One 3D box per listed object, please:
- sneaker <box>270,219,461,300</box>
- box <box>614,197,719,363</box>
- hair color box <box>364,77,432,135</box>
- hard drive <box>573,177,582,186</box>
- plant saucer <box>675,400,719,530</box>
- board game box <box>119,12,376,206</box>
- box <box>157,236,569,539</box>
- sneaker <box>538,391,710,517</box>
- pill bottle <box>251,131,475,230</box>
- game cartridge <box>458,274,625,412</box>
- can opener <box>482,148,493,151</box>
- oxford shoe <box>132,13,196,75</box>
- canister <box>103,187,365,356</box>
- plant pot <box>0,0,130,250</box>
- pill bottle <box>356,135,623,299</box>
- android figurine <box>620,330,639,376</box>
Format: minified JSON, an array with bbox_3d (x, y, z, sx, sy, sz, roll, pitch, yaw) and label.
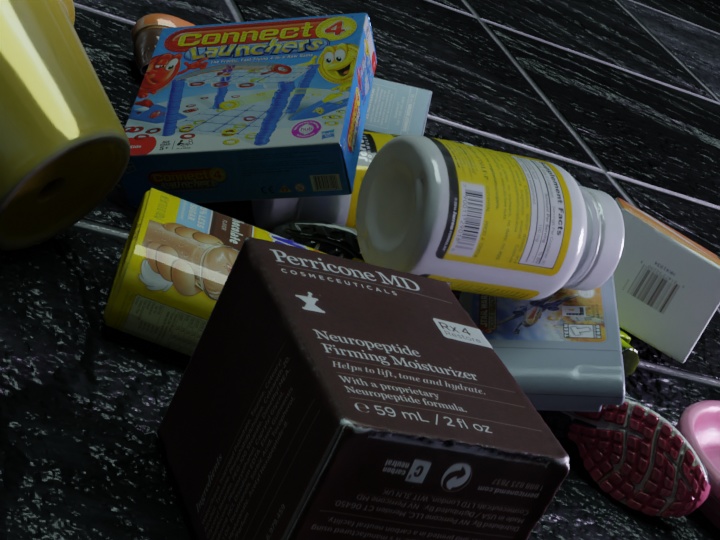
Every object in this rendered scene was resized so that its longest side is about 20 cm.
[{"bbox_3d":[0.000,0.000,1.357,0.199,0.074,0.079,18,15,-34],"label":"sneaker"},{"bbox_3d":[0.280,0.005,1.530,0.124,0.098,0.200,31,8,3],"label":"box"},{"bbox_3d":[-0.037,-0.151,1.519,0.198,0.061,0.099,13,-20,0],"label":"hair color box"},{"bbox_3d":[0.189,-0.075,1.742,0.199,0.033,0.140,10,29,-35],"label":"hard drive"},{"bbox_3d":[0.353,0.191,1.343,0.199,0.051,0.201,22,25,-10],"label":"plant saucer"},{"bbox_3d":[-0.095,-0.143,1.372,0.198,0.056,0.197,-3,41,11],"label":"board game box"},{"bbox_3d":[-0.006,0.111,0.987,0.165,0.165,0.200,12,27,-30],"label":"box"},{"bbox_3d":[0.207,0.124,1.292,0.200,0.081,0.074,39,23,27],"label":"sneaker"},{"bbox_3d":[0.006,-0.070,1.426,0.198,0.112,0.111,4,30,-18],"label":"pill bottle"},{"bbox_3d":[0.145,0.047,1.285,0.132,0.042,0.200,5,29,2],"label":"game cartridge"},{"bbox_3d":[0.063,-0.014,1.308,0.052,0.201,0.066,26,-20,-29],"label":"can opener"},{"bbox_3d":[-0.144,-0.201,1.633,0.199,0.071,0.073,13,46,-20],"label":"oxford shoe"},{"bbox_3d":[-0.086,0.021,1.193,0.199,0.087,0.149,20,24,-10],"label":"canister"},{"bbox_3d":[-0.279,-0.126,1.184,0.189,0.201,0.200,51,30,14],"label":"plant pot"},{"bbox_3d":[0.106,-0.036,1.231,0.199,0.112,0.111,9,29,-32],"label":"pill bottle"},{"bbox_3d":[0.166,0.036,1.450,0.181,0.041,0.200,19,13,-38],"label":"android figurine"}]
